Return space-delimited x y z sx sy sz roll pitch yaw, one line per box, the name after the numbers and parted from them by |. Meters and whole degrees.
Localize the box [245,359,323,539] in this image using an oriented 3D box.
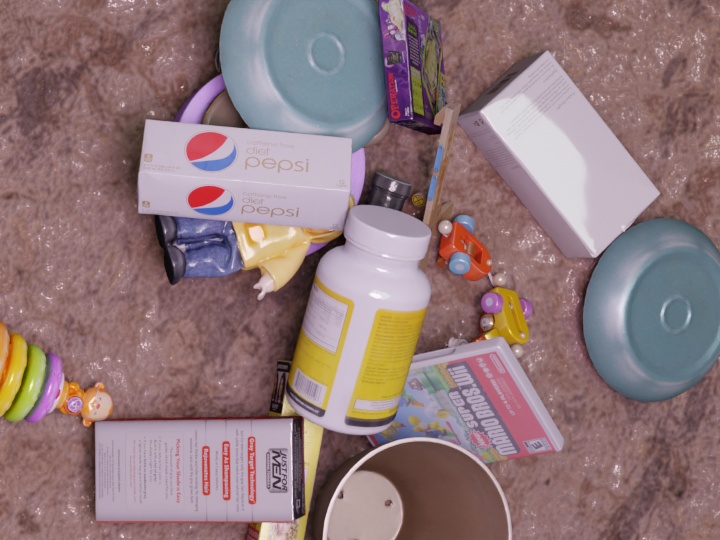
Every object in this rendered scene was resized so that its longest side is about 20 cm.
-0.073 0.194 1.640 0.050 0.075 0.201 11 87 -13 | box

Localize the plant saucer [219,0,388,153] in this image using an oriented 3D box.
-0.040 -0.207 1.567 0.199 0.036 0.202 4 83 -31 | plant saucer

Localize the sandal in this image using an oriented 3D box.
-0.060 -0.151 1.595 0.199 0.054 0.081 -4 90 -16 | sandal

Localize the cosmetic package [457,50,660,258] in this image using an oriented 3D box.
0.210 -0.121 1.724 0.107 0.085 0.200 -41 100 -13 | cosmetic package

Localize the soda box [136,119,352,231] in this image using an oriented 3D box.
-0.109 -0.089 1.528 0.198 0.064 0.068 5 53 -4 | soda box

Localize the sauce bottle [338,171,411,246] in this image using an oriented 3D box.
0.000 0.000 1.649 0.066 0.066 0.201 17 100 -15 | sauce bottle

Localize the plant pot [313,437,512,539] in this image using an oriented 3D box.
0.028 0.253 1.601 0.186 0.200 0.189 1 88 -16 | plant pot

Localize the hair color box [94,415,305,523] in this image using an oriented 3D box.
-0.156 0.194 1.580 0.198 0.061 0.102 -1 87 10 | hair color box

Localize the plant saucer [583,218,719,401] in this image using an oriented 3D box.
0.334 0.046 1.755 0.199 0.036 0.202 -4 99 -27 | plant saucer

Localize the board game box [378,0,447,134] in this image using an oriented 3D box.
0.056 -0.202 1.630 0.032 0.200 0.121 -1 90 14 | board game box

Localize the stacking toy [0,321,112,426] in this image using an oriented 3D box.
-0.329 0.108 1.563 0.199 0.110 0.117 22 80 -26 | stacking toy

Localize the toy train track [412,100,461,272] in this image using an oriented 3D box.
0.066 -0.083 1.663 0.032 0.115 0.201 22 122 17 | toy train track

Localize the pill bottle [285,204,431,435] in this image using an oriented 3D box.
0.003 0.046 1.537 0.111 0.112 0.201 11 109 -16 | pill bottle

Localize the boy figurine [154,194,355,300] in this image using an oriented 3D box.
-0.096 -0.035 1.577 0.199 0.064 0.125 -11 82 -14 | boy figurine

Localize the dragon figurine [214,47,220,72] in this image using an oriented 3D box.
-0.062 -0.266 1.627 0.199 0.099 0.059 -27 93 -34 | dragon figurine

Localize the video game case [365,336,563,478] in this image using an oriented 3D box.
0.086 0.141 1.621 0.143 0.199 0.017 57 37 -27 | video game case

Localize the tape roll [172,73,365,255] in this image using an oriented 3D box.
-0.098 -0.107 1.645 0.199 0.066 0.202 0 88 -15 | tape roll

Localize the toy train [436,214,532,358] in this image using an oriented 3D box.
0.114 0.048 1.685 0.150 0.055 0.201 38 40 -31 | toy train
